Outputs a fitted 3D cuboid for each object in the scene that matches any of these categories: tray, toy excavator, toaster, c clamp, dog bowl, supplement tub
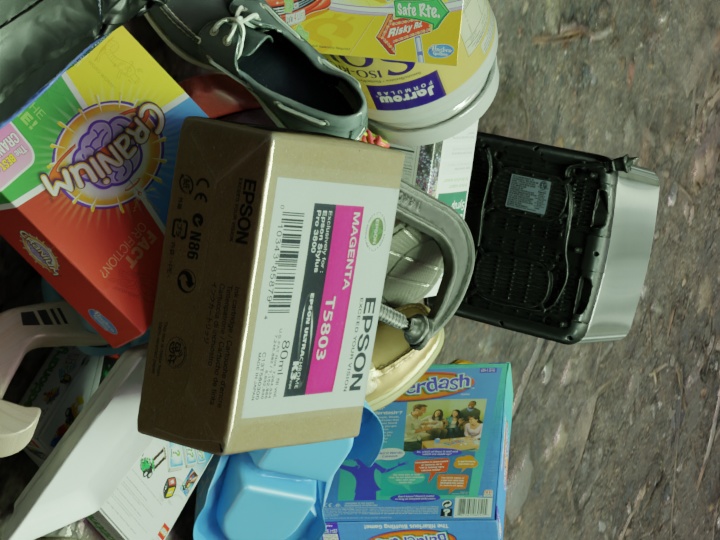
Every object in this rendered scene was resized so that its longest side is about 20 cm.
[{"bbox_3d":[-0.167,0.106,1.228,0.200,0.022,0.107,-52,163,29],"label":"tray"},{"bbox_3d":[-0.184,0.024,1.230,0.100,0.199,0.195,120,-39,-56],"label":"toy excavator"},{"bbox_3d":[0.180,-0.031,1.750,0.119,0.200,0.182,2,100,-56],"label":"toaster"},{"bbox_3d":[0.000,0.000,1.435,0.200,0.027,0.171,21,73,-28],"label":"c clamp"},{"bbox_3d":[-0.062,0.154,1.460,0.111,0.050,0.200,14,125,-27],"label":"dog bowl"},{"bbox_3d":[0.027,-0.209,1.460,0.146,0.145,0.200,-60,147,-26],"label":"supplement tub"}]

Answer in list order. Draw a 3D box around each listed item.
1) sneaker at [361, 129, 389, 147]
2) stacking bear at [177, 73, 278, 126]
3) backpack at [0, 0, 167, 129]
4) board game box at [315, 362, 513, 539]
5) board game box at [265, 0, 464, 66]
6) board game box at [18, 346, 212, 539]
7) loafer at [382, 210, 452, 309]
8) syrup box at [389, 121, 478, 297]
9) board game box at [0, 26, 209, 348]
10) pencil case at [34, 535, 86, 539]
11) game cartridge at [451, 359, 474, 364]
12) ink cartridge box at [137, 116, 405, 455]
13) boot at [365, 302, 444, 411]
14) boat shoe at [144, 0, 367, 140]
[{"bbox_3d":[-0.014,-0.095,1.480,0.200,0.090,0.078,51,44,-57],"label":"sneaker"},{"bbox_3d":[-0.064,-0.032,1.327,0.114,0.121,0.201,126,-47,-68],"label":"stacking bear"},{"bbox_3d":[-0.228,-0.176,1.025,0.200,0.147,0.183,-55,146,-39],"label":"backpack"},{"bbox_3d":[0.050,0.159,1.581,0.200,0.152,0.045,-78,163,-51],"label":"board game box"},{"bbox_3d":[-0.023,-0.224,1.323,0.034,0.199,0.135,-89,-176,-76],"label":"board game box"},{"bbox_3d":[-0.174,0.116,1.358,0.126,0.035,0.200,-61,147,-24],"label":"board game box"},{"bbox_3d":[0.013,0.012,1.553,0.200,0.072,0.063,-60,-158,32],"label":"loafer"},{"bbox_3d":[0.045,-0.080,1.612,0.079,0.081,0.201,-8,108,-58],"label":"syrup box"},{"bbox_3d":[-0.173,-0.075,1.164,0.200,0.040,0.153,46,55,-15],"label":"board game box"},{"bbox_3d":[-0.228,0.280,1.279,0.078,0.089,0.201,6,96,-60],"label":"pencil case"},{"bbox_3d":[0.061,0.208,1.818,0.176,0.032,0.201,-27,127,-54],"label":"game cartridge"},{"bbox_3d":[-0.054,0.010,1.179,0.165,0.075,0.201,0,100,-58],"label":"ink cartridge box"},{"bbox_3d":[-0.038,0.050,1.465,0.200,0.073,0.156,-27,133,-4],"label":"boot"},{"bbox_3d":[-0.073,-0.159,1.270,0.073,0.200,0.062,-48,-179,-20],"label":"boat shoe"}]
